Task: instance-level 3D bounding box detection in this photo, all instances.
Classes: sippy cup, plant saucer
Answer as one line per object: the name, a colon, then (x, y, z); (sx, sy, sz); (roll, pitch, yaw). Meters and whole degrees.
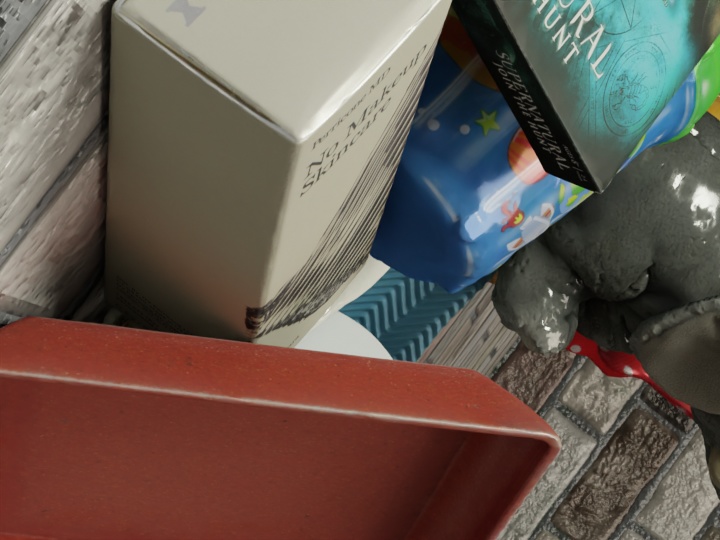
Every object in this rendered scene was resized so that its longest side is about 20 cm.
sippy cup: (0.046, -0.068, 0.686); (0.130, 0.140, 0.178); (-46, 126, -20)
plant saucer: (-0.051, 0.078, 0.656); (0.200, 0.199, 0.037); (113, -19, -57)

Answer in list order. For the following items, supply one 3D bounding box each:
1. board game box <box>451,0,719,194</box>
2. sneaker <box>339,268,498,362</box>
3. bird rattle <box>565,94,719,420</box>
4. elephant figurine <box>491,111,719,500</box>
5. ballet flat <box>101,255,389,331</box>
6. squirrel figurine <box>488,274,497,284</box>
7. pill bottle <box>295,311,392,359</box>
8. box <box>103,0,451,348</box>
board game box: (0.070, -0.135, 0.553); (0.135, 0.028, 0.200); (-52, 138, -13)
sneaker: (0.000, 0.000, 0.868); (0.200, 0.076, 0.081); (-41, -145, 23)
bird rattle: (0.170, -0.035, 0.907); (0.200, 0.163, 0.113); (-34, -169, 16)
elephant figurine: (0.169, 0.025, 0.796); (0.142, 0.200, 0.155); (-50, 167, -4)
ballet flat: (-0.036, -0.007, 0.732); (0.200, 0.069, 0.069); (-46, 168, -37)
squirrel figurine: (0.143, -0.067, 1.005); (0.200, 0.187, 0.142); (-50, 170, -22)
pill bottle: (-0.057, 0.105, 0.820); (0.113, 0.113, 0.200); (-46, 173, -41)
box: (-0.032, -0.037, 0.587); (0.082, 0.068, 0.200); (-49, 171, -23)
